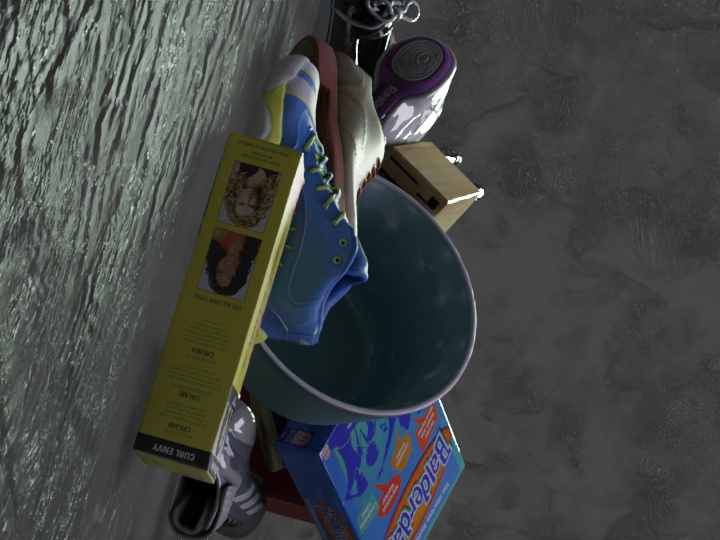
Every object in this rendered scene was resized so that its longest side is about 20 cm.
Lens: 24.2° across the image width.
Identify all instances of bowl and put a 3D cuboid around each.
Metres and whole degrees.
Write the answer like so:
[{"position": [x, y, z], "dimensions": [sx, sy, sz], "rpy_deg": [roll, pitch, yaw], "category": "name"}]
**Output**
[{"position": [-0.026, 0.032, 1.230], "dimensions": [0.105, 0.200, 0.202], "rpy_deg": [-44, -156, 51], "category": "bowl"}]

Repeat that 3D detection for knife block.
[{"position": [0.059, -0.069, 1.380], "dimensions": [0.175, 0.064, 0.200], "rpy_deg": [-43, 173, -32], "category": "knife block"}]

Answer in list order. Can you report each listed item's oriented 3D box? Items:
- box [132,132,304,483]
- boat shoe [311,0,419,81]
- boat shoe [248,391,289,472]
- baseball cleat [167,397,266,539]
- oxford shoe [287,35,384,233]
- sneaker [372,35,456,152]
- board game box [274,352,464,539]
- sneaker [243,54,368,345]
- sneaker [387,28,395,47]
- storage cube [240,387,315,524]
[{"position": [-0.084, 0.024, 1.017], "dimensions": [0.075, 0.050, 0.201], "rpy_deg": [98, 8, -77], "category": "box"}, {"position": [0.006, -0.214, 1.344], "dimensions": [0.073, 0.068, 0.200], "rpy_deg": [-32, 153, -41], "category": "boat shoe"}, {"position": [-0.061, 0.081, 1.368], "dimensions": [0.200, 0.064, 0.072], "rpy_deg": [-102, -172, -54], "category": "boat shoe"}, {"position": [-0.119, 0.176, 1.307], "dimensions": [0.201, 0.069, 0.107], "rpy_deg": [88, 21, -52], "category": "baseball cleat"}, {"position": [-0.011, -0.076, 1.191], "dimensions": [0.071, 0.074, 0.201], "rpy_deg": [-34, -132, 45], "category": "oxford shoe"}, {"position": [0.003, -0.100, 1.343], "dimensions": [0.200, 0.075, 0.100], "rpy_deg": [-39, 158, -24], "category": "sneaker"}, {"position": [0.013, 0.150, 1.356], "dimensions": [0.152, 0.045, 0.201], "rpy_deg": [-58, 143, -33], "category": "board game box"}, {"position": [-0.036, -0.039, 1.109], "dimensions": [0.076, 0.104, 0.201], "rpy_deg": [101, 5, -78], "category": "sneaker"}, {"position": [-0.016, -0.147, 1.494], "dimensions": [0.112, 0.071, 0.201], "rpy_deg": [119, -21, -78], "category": "sneaker"}, {"position": [-0.038, 0.136, 1.541], "dimensions": [0.171, 0.179, 0.201], "rpy_deg": [100, 5, -77], "category": "storage cube"}]
